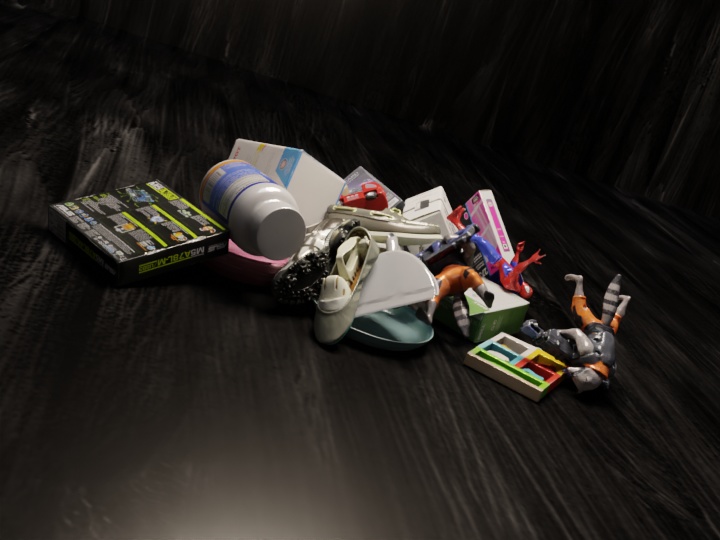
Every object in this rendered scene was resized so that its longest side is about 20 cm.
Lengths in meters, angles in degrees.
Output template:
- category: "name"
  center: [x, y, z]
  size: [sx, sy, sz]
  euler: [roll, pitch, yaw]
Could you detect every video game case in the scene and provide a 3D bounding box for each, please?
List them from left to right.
- category: "video game case"
  center: [-0.012, -0.122, 1.955]
  size: [0.019, 0.143, 0.200]
  euler: [53, -4, -34]

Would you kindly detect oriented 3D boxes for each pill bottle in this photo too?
- category: "pill bottle"
  center: [-0.160, -0.089, 1.521]
  size: [0.111, 0.113, 0.200]
  euler: [7, 18, -35]

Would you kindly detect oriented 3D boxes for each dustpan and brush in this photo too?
- category: "dustpan and brush"
  center: [0.049, -0.001, 1.545]
  size: [0.138, 0.057, 0.201]
  euler: [-14, 47, 10]

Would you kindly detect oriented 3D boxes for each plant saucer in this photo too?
- category: "plant saucer"
  center: [-0.186, -0.029, 1.604]
  size: [0.198, 0.051, 0.201]
  euler: [17, 18, -6]
- category: "plant saucer"
  center: [0.016, 0.075, 1.549]
  size: [0.198, 0.028, 0.200]
  euler: [18, 17, -6]

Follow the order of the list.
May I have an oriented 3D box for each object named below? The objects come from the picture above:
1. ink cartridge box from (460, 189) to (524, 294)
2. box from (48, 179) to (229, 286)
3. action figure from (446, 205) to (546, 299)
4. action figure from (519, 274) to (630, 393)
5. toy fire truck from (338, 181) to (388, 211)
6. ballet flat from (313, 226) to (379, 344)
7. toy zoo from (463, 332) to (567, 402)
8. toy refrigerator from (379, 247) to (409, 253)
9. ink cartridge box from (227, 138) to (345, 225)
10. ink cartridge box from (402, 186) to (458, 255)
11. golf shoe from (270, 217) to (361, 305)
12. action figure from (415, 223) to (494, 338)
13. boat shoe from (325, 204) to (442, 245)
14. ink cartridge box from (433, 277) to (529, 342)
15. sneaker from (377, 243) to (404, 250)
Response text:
- category: "ink cartridge box"
  center: [0.237, -0.039, 1.858]
  size: [0.037, 0.095, 0.202]
  euler: [-6, 67, -32]
- category: "box"
  center: [-0.326, -0.060, 1.478]
  size: [0.192, 0.048, 0.199]
  euler: [-18, 38, -42]
- category: "action figure"
  center: [0.251, -0.044, 1.765]
  size: [0.201, 0.099, 0.065]
  euler: [53, 12, 10]
- category: "action figure"
  center: [0.356, 0.097, 1.598]
  size: [0.199, 0.195, 0.104]
  euler: [27, -30, -28]
- category: "toy fire truck"
  center: [-0.052, -0.130, 1.906]
  size: [0.198, 0.049, 0.141]
  euler: [-16, 29, 0]
- category: "ballet flat"
  center: [-0.029, 0.016, 1.466]
  size: [0.067, 0.064, 0.201]
  euler: [-1, 45, 28]
- category: "toy zoo"
  center: [0.257, 0.147, 1.600]
  size: [0.130, 0.021, 0.200]
  euler: [27, 19, 22]
- category: "toy refrigerator"
  center: [0.000, 0.000, 1.676]
  size: [0.198, 0.077, 0.070]
  euler: [8, 20, -31]
- category: "ink cartridge box"
  center: [-0.151, -0.136, 1.733]
  size: [0.199, 0.130, 0.125]
  euler: [17, -10, 44]
- category: "ink cartridge box"
  center: [0.139, -0.058, 1.866]
  size: [0.083, 0.145, 0.200]
  euler: [-21, 14, 12]
- category: "golf shoe"
  center: [-0.081, -0.016, 1.534]
  size: [0.094, 0.078, 0.200]
  euler: [17, 39, 35]
- category: "action figure"
  center: [0.120, 0.024, 1.587]
  size: [0.105, 0.199, 0.194]
  euler: [56, 16, -26]
- category: "boat shoe"
  center: [0.039, -0.076, 1.680]
  size: [0.199, 0.061, 0.072]
  euler: [3, -11, 1]
- category: "ink cartridge box"
  center: [0.187, 0.068, 1.697]
  size: [0.103, 0.060, 0.199]
  euler: [31, 24, 33]
- category: "sneaker"
  center: [-0.027, -0.042, 1.770]
  size: [0.197, 0.080, 0.130]
  euler: [23, 19, 10]
